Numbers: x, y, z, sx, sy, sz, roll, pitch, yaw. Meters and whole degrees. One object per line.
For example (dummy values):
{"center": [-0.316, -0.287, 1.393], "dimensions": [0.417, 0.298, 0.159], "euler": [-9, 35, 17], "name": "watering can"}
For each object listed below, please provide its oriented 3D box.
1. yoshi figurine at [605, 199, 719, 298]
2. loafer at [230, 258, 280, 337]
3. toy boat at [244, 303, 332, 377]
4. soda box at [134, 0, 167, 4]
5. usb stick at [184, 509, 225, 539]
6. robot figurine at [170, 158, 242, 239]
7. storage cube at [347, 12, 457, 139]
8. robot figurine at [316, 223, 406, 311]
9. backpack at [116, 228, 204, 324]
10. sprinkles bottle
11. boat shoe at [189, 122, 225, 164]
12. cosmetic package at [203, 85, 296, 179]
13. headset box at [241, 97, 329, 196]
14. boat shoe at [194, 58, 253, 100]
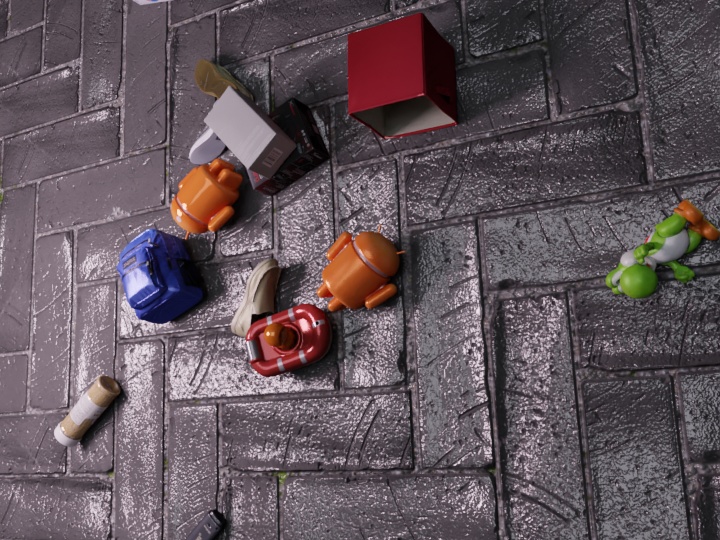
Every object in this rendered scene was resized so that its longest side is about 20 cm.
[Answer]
{"center": [0.518, -0.020, 1.320], "dimensions": [0.200, 0.112, 0.112], "euler": [-44, 70, 19], "name": "yoshi figurine"}
{"center": [-0.224, 0.068, 1.737], "dimensions": [0.068, 0.076, 0.200], "euler": [32, 106, 28], "name": "loafer"}
{"center": [-0.163, 0.144, 1.643], "dimensions": [0.200, 0.131, 0.131], "euler": [-21, 72, 10], "name": "toy boat"}
{"center": [-0.539, -0.769, 2.062], "dimensions": [0.200, 0.064, 0.068], "euler": [4, 83, 29], "name": "soda box"}
{"center": [-0.380, 0.628, 1.744], "dimensions": [0.200, 0.033, 0.055], "euler": [-50, 61, 12], "name": "usb stick"}
{"center": [-0.369, -0.169, 1.822], "dimensions": [0.144, 0.117, 0.200], "euler": [41, 105, -11], "name": "robot figurine"}
{"center": [0.090, -0.395, 1.585], "dimensions": [0.200, 0.171, 0.180], "euler": [-8, 76, 28], "name": "storage cube"}
{"center": [0.001, 0.001, 1.597], "dimensions": [0.200, 0.117, 0.144], "euler": [-45, 36, 16], "name": "robot figurine"}
{"center": [-0.491, 0.000, 1.843], "dimensions": [0.162, 0.168, 0.200], "euler": [-29, 65, 15], "name": "backpack"}
{"center": [-0.694, 0.357, 1.946], "dimensions": [0.200, 0.068, 0.068], "euler": [-48, 63, 13], "name": "sprinkles bottle"}
{"center": [-0.360, -0.342, 1.869], "dimensions": [0.200, 0.070, 0.066], "euler": [-46, 48, 39], "name": "boat shoe"}
{"center": [-0.250, -0.311, 1.722], "dimensions": [0.107, 0.090, 0.200], "euler": [-48, 59, 13], "name": "cosmetic package"}
{"center": [-0.190, -0.279, 1.774], "dimensions": [0.200, 0.075, 0.149], "euler": [-30, 68, 22], "name": "headset box"}
{"center": [-0.344, -0.465, 1.911], "dimensions": [0.201, 0.063, 0.073], "euler": [37, 112, 36], "name": "boat shoe"}
